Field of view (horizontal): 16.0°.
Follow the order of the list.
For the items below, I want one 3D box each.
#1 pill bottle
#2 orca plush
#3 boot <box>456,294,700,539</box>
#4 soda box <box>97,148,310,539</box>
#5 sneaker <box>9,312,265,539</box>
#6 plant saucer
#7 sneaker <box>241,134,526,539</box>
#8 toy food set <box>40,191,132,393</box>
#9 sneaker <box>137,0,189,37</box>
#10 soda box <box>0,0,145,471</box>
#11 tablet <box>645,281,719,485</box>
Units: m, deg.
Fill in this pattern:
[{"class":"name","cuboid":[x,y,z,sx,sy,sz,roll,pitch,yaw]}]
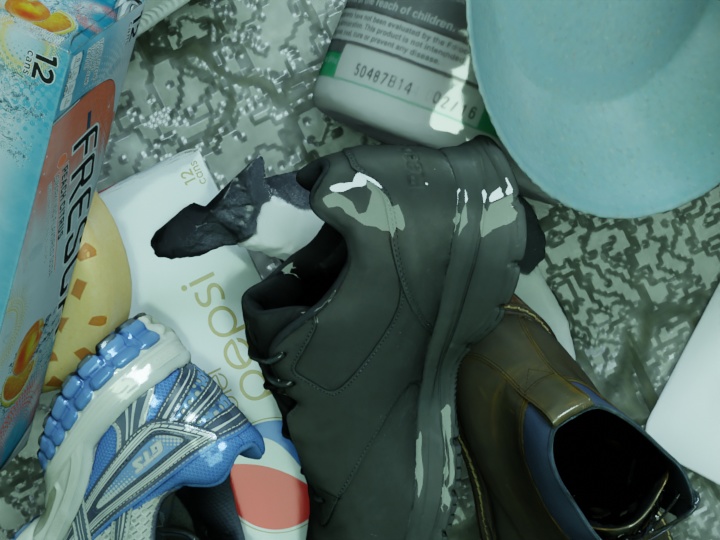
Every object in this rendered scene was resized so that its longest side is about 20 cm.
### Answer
[{"class":"pill bottle","cuboid":[0.066,-0.137,1.016,0.113,0.113,0.200,21,90,-4]},{"class":"orca plush","cuboid":[0.000,0.000,1.022,0.200,0.071,0.105,10,108,-36]},{"class":"boot","cuboid":[0.093,0.104,1.007,0.075,0.097,0.200,-36,118,-7]},{"class":"soda box","cuboid":[-0.051,0.052,1.037,0.064,0.068,0.200,-26,94,-3]},{"class":"sneaker","cuboid":[-0.090,0.117,0.990,0.085,0.077,0.200,34,129,18]},{"class":"plant saucer","cuboid":[0.102,-0.121,0.949,0.201,0.039,0.201,-15,113,-38]},{"class":"sneaker","cuboid":[-0.005,0.040,0.946,0.091,0.076,0.200,4,112,-20]},{"class":"toy food set","cuboid":[-0.194,-0.017,0.997,0.198,0.049,0.200,-32,99,29]},{"class":"sneaker","cuboid":[-0.138,-0.157,1.032,0.200,0.081,0.147,-28,69,17]},{"class":"soda box","cuboid":[-0.139,-0.015,0.912,0.068,0.064,0.200,24,120,10]},{"class":"tablet","cuboid":[0.220,0.014,1.082,0.130,0.014,0.200,28,89,-4]}]
